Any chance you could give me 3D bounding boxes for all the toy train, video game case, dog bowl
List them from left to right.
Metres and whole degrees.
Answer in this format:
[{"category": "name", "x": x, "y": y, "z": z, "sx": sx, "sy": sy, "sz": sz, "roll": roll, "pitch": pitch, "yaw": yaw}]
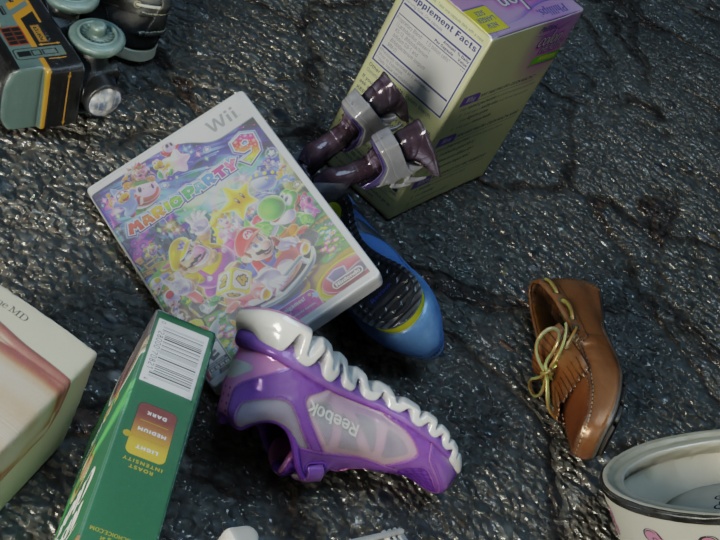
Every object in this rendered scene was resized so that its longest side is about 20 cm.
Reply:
[{"category": "toy train", "x": -0.267, "y": -0.194, "z": 1.073, "sx": 0.113, "sy": 0.086, "sz": 0.201, "roll": -13, "pitch": 53, "yaw": -34}, {"category": "video game case", "x": -0.095, "y": -0.026, "z": 0.973, "sx": 0.142, "sy": 0.018, "sz": 0.201, "roll": -33, "pitch": 62, "yaw": -7}, {"category": "dog bowl", "x": 0.274, "y": 0.176, "z": 0.957, "sx": 0.197, "sy": 0.075, "sz": 0.200, "roll": -6, "pitch": 9, "yaw": 1}]

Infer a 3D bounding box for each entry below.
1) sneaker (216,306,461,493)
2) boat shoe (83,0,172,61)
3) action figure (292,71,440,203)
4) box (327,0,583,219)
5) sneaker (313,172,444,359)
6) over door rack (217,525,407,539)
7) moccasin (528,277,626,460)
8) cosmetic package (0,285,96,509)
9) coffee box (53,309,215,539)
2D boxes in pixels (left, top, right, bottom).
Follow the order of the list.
[{"category": "sneaker", "x": -0.019, "y": 0.108, "z": 0.900, "sx": 0.199, "sy": 0.080, "sz": 0.089, "roll": 36, "pitch": 72, "yaw": -26}, {"category": "boat shoe", "x": -0.254, "y": -0.267, "z": 1.182, "sx": 0.199, "sy": 0.068, "sz": 0.072, "roll": 34, "pitch": 36, "yaw": 6}, {"category": "action figure", "x": -0.042, "y": -0.068, "z": 1.036, "sx": 0.198, "sy": 0.070, "sz": 0.131, "roll": -28, "pitch": 58, "yaw": -4}, {"category": "box", "x": 0.080, "y": -0.170, "z": 1.203, "sx": 0.097, "sy": 0.201, "sz": 0.175, "roll": 43, "pitch": 37, "yaw": 16}, {"category": "sneaker", "x": 0.000, "y": 0.000, "z": 1.067, "sx": 0.200, "sy": 0.066, "sz": 0.079, "roll": 49, "pitch": 0, "yaw": 40}, {"category": "over door rack", "x": -0.002, "y": 0.221, "z": 0.760, "sx": 0.148, "sy": 0.067, "sz": 0.199, "roll": 53, "pitch": 19, "yaw": 28}, {"category": "moccasin", "x": 0.168, "y": 0.073, "z": 1.085, "sx": 0.077, "sy": 0.074, "sz": 0.203, "roll": 13, "pitch": 40, "yaw": -9}, {"category": "cosmetic package", "x": -0.242, "y": 0.096, "z": 0.722, "sx": 0.103, "sy": 0.088, "sz": 0.200, "roll": 32, "pitch": 34, "yaw": 2}, {"category": "coffee box", "x": -0.136, "y": 0.128, "z": 0.736, "sx": 0.044, "sy": 0.123, "sz": 0.201, "roll": 24, "pitch": 37, "yaw": -12}]
